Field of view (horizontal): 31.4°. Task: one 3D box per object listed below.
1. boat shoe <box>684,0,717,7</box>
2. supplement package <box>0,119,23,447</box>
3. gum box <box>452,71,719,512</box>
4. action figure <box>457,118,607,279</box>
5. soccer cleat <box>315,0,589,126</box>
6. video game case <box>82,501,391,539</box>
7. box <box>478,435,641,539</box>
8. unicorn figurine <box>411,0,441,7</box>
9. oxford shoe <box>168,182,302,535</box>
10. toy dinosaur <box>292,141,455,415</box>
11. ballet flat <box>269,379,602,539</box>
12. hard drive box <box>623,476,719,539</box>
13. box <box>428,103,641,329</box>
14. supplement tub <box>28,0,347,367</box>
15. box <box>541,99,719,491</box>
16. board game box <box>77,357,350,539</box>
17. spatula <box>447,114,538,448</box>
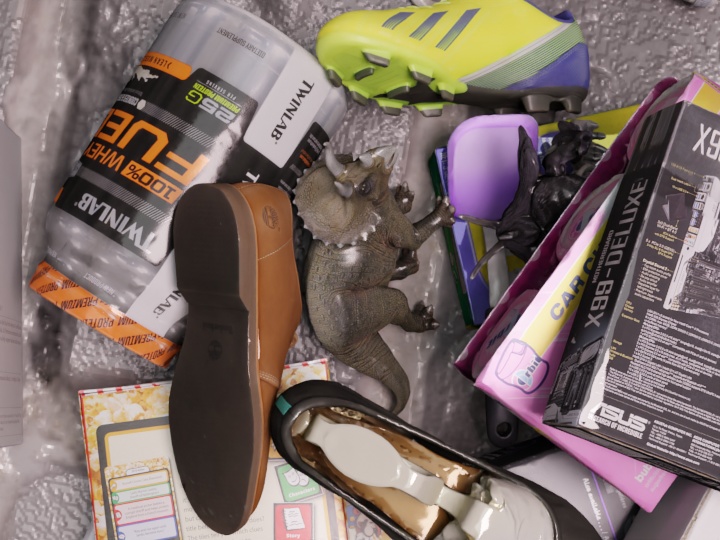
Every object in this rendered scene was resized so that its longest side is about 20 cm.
[{"bbox_3d":[0.238,-0.273,0.837,0.068,0.072,0.201,23,93,0],"label":"boat shoe"},{"bbox_3d":[-0.268,0.007,0.759,0.117,0.117,0.201,-1,84,-2],"label":"supplement package"},{"bbox_3d":[0.155,0.006,0.662,0.113,0.066,0.200,36,89,-7],"label":"gum box"},{"bbox_3d":[0.153,-0.035,0.745,0.199,0.102,0.120,-11,91,-1],"label":"action figure"},{"bbox_3d":[0.056,-0.137,0.772,0.199,0.065,0.084,3,79,-34],"label":"soccer cleat"},{"bbox_3d":[-0.086,0.197,0.795,0.181,0.023,0.201,23,83,0],"label":"video game case"},{"bbox_3d":[0.153,0.141,0.759,0.199,0.122,0.107,-19,85,-4],"label":"box"},{"bbox_3d":[0.055,-0.229,0.826,0.200,0.074,0.138,-32,86,-21],"label":"unicorn figurine"},{"bbox_3d":[-0.061,0.050,0.715,0.071,0.071,0.201,16,107,37],"label":"oxford shoe"},{"bbox_3d":[0.000,0.000,0.782,0.102,0.077,0.201,-12,124,-31],"label":"toy dinosaur"},{"bbox_3d":[0.039,0.122,0.664,0.199,0.068,0.068,26,85,3],"label":"ballet flat"},{"bbox_3d":[0.246,0.117,0.666,0.156,0.077,0.200,34,76,-4],"label":"hard drive box"},{"bbox_3d":[0.153,-0.040,0.816,0.199,0.048,0.118,-13,86,-5],"label":"box"},{"bbox_3d":[-0.105,-0.051,0.769,0.122,0.123,0.201,30,84,1],"label":"supplement tub"},{"bbox_3d":[0.204,0.032,0.600,0.199,0.050,0.158,21,82,-8],"label":"box"},{"bbox_3d":[-0.080,0.161,0.764,0.151,0.046,0.201,-7,84,-3],"label":"board game box"},{"bbox_3d":[0.082,0.007,0.777,0.056,0.021,0.201,-1,87,-5],"label":"spatula"}]
